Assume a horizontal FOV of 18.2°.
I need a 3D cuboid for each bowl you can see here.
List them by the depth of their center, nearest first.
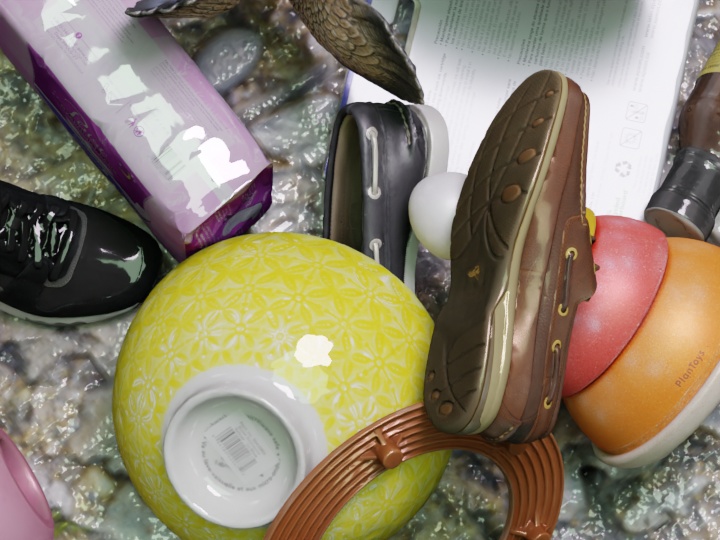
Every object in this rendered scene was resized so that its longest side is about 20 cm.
[{"bbox_3d":[-0.054,0.086,1.234,0.200,0.108,0.200,4,105,14],"label":"bowl"}]

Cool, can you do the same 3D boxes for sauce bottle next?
[{"bbox_3d":[0.230,-0.105,1.337,0.065,0.065,0.200,32,71,3],"label":"sauce bottle"}]

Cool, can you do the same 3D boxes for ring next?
[{"bbox_3d":[0.031,0.155,1.238,0.200,0.200,0.019,-34,44,-8],"label":"ring"}]

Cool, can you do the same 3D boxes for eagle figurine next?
[{"bbox_3d":[-0.045,-0.173,1.264,0.152,0.151,0.200,-13,50,16],"label":"eagle figurine"}]

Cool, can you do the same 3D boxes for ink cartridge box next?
[{"bbox_3d":[0.093,-0.119,1.355,0.200,0.041,0.200,14,80,0],"label":"ink cartridge box"}]

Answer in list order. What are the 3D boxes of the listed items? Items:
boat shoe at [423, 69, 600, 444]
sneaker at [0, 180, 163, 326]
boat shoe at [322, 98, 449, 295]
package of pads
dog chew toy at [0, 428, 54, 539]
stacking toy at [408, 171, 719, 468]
[{"bbox_3d":[0.089,-0.005,1.188,0.068,0.072,0.200,17,81,-27],"label":"boat shoe"},{"bbox_3d":[-0.215,-0.019,1.297,0.200,0.088,0.076,12,79,-1],"label":"sneaker"},{"bbox_3d":[0.000,0.000,1.286,0.060,0.074,0.200,4,107,-31],"label":"boat shoe"},{"bbox_3d":[-0.134,-0.101,1.300,0.076,0.121,0.200,-38,83,-9],"label":"package of pads"},{"bbox_3d":[-0.273,0.164,1.248,0.200,0.125,0.125,-30,83,0],"label":"dog chew toy"},{"bbox_3d":[0.114,0.004,1.260,0.200,0.146,0.146,35,79,-13],"label":"stacking toy"}]
